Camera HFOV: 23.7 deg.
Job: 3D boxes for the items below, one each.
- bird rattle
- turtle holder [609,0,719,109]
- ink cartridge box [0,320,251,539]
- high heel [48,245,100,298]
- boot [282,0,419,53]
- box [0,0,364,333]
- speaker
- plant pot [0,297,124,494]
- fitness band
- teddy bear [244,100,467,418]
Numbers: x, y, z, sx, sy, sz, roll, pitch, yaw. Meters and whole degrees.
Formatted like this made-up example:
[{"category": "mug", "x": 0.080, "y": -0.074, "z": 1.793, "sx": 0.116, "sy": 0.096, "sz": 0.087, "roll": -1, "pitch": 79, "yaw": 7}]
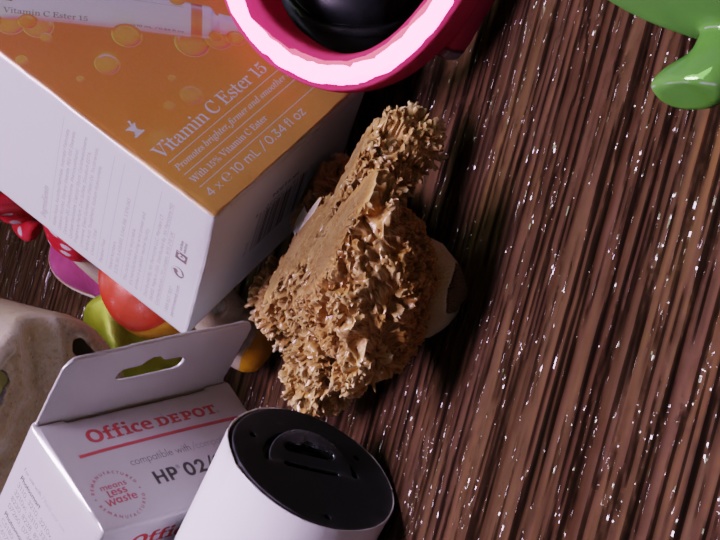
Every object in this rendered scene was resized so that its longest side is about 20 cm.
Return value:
[{"category": "bird rattle", "x": -0.124, "y": -0.010, "z": 0.940, "sx": 0.162, "sy": 0.201, "sz": 0.113, "roll": 17, "pitch": 58, "yaw": 45}, {"category": "turtle holder", "x": 0.121, "y": -0.135, "z": 0.451, "sx": 0.133, "sy": 0.140, "sz": 0.185, "roll": -61, "pitch": 7, "yaw": -19}, {"category": "ink cartridge box", "x": -0.112, "y": 0.123, "z": 0.818, "sx": 0.068, "sy": 0.114, "sz": 0.201, "roll": 50, "pitch": 130, "yaw": 27}, {"category": "high heel", "x": -0.174, "y": -0.015, "z": 1.215, "sx": 0.201, "sy": 0.067, "sz": 0.097, "roll": -112, "pitch": 41, "yaw": -57}, {"category": "boot", "x": 0.001, "y": -0.231, "z": 0.854, "sx": 0.169, "sy": 0.075, "sz": 0.202, "roll": 95, "pitch": 180, "yaw": -46}, {"category": "box", "x": -0.117, "y": -0.088, "z": 0.853, "sx": 0.124, "sy": 0.199, "sz": 0.098, "roll": -45, "pitch": -14, "yaw": -36}, {"category": "speaker", "x": -0.061, "y": 0.161, "z": 0.769, "sx": 0.201, "sy": 0.080, "sz": 0.081, "roll": -62, "pitch": 23, "yaw": 24}, {"category": "plant pot", "x": -0.232, "y": 0.085, "z": 0.921, "sx": 0.182, "sy": 0.200, "sz": 0.203, "roll": 4, "pitch": 74, "yaw": 33}, {"category": "fitness band", "x": 0.012, "y": -0.179, "z": 0.784, "sx": 0.143, "sy": 0.037, "sz": 0.201, "roll": 37, "pitch": 109, "yaw": 23}, {"category": "teddy bear", "x": 0.000, "y": 0.000, "z": 0.780, "sx": 0.146, "sy": 0.066, "sz": 0.200, "roll": -66, "pitch": 13, "yaw": -18}]
